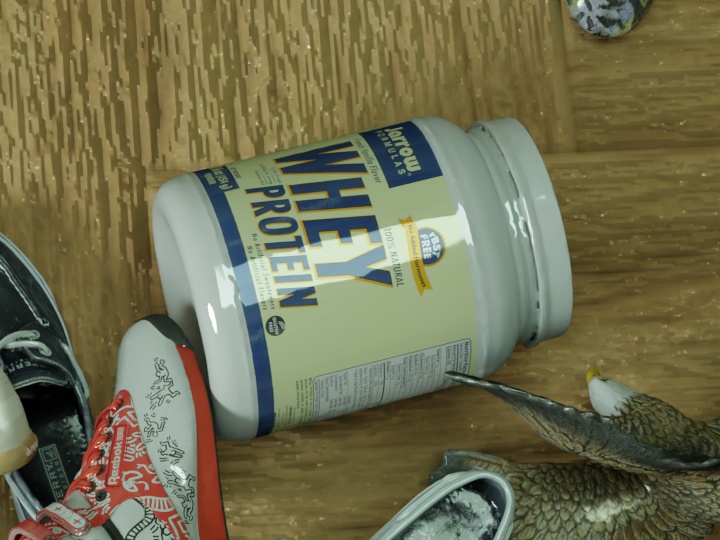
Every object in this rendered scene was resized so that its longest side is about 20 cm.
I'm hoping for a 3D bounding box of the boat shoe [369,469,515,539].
[{"bbox_3d":[0.006,0.174,1.428,0.070,0.072,0.201,41,70,5],"label":"boat shoe"}]

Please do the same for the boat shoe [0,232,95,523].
[{"bbox_3d":[-0.182,0.060,1.515,0.071,0.068,0.201,-18,77,-12],"label":"boat shoe"}]

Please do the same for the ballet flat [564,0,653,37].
[{"bbox_3d":[0.157,-0.236,1.647,0.072,0.072,0.202,14,73,-3],"label":"ballet flat"}]

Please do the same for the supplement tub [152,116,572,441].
[{"bbox_3d":[0.000,0.000,1.517,0.199,0.145,0.146,-14,76,-11],"label":"supplement tub"}]

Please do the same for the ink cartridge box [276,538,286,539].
[{"bbox_3d":[-0.051,0.261,1.472,0.136,0.076,0.200,37,74,4],"label":"ink cartridge box"}]

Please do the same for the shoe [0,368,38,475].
[{"bbox_3d":[-0.266,0.088,1.470,0.198,0.070,0.054,-12,113,11],"label":"shoe"}]

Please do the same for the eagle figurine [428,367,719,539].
[{"bbox_3d":[0.142,0.101,1.518,0.199,0.151,0.153,-16,99,-23],"label":"eagle figurine"}]

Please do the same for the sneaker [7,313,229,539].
[{"bbox_3d":[-0.129,0.113,1.444,0.107,0.067,0.203,-1,61,-22],"label":"sneaker"}]
